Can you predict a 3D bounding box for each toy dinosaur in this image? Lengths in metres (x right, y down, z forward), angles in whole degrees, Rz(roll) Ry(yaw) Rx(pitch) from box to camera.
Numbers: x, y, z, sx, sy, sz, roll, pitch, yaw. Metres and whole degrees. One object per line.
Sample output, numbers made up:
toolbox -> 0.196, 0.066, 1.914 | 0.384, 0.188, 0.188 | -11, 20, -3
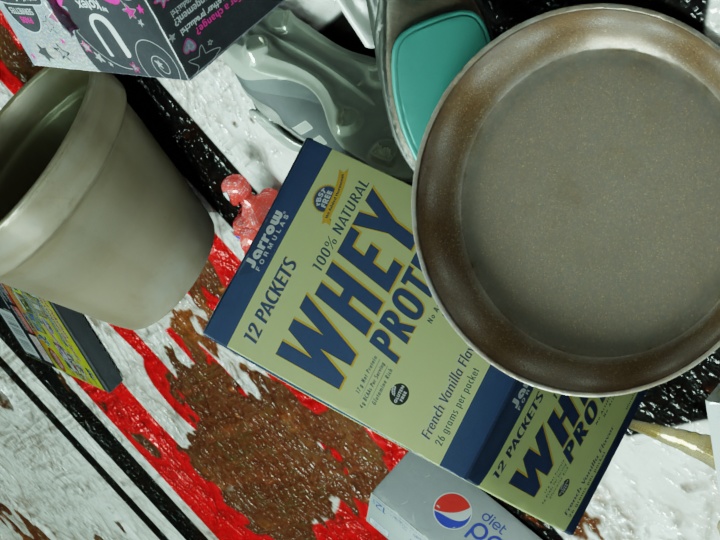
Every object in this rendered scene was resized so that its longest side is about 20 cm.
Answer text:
toy dinosaur -> 0.254, 0.133, 1.105 | 0.199, 0.058, 0.102 | 15, 128, 36

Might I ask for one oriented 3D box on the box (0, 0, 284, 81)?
box -> -0.140, -0.201, 1.094 | 0.199, 0.132, 0.115 | 11, 138, 52

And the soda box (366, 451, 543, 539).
soda box -> 0.101, 0.236, 1.469 | 0.199, 0.068, 0.064 | 37, 154, 16

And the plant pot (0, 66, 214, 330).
plant pot -> -0.219, -0.045, 1.425 | 0.173, 0.201, 0.199 | 40, 160, -28

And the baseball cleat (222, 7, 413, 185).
baseball cleat -> -0.010, -0.101, 1.141 | 0.200, 0.070, 0.107 | 42, 165, 30

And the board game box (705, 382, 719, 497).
board game box -> 0.281, 0.163, 1.030 | 0.134, 0.034, 0.202 | 9, 124, 39

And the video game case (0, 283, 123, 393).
video game case -> -0.364, 0.036, 1.949 | 0.180, 0.025, 0.201 | 17, 143, 47

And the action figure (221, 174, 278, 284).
action figure -> -0.070, -0.002, 1.376 | 0.051, 0.066, 0.201 | 11, 142, 25

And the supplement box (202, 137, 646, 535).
supplement box -> 0.050, 0.044, 1.073 | 0.199, 0.135, 0.200 | 26, 176, 29

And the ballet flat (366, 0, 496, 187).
ballet flat -> 0.033, -0.147, 0.962 | 0.068, 0.067, 0.202 | -123, 21, -69

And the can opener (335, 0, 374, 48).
can opener -> -0.031, -0.212, 1.000 | 0.066, 0.053, 0.201 | 4, 133, 57

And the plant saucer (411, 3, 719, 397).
plant saucer -> 0.123, -0.036, 0.915 | 0.200, 0.201, 0.032 | 36, -168, 20

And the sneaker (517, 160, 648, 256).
sneaker -> 0.098, -0.064, 0.989 | 0.199, 0.082, 0.078 | 27, 150, 36
